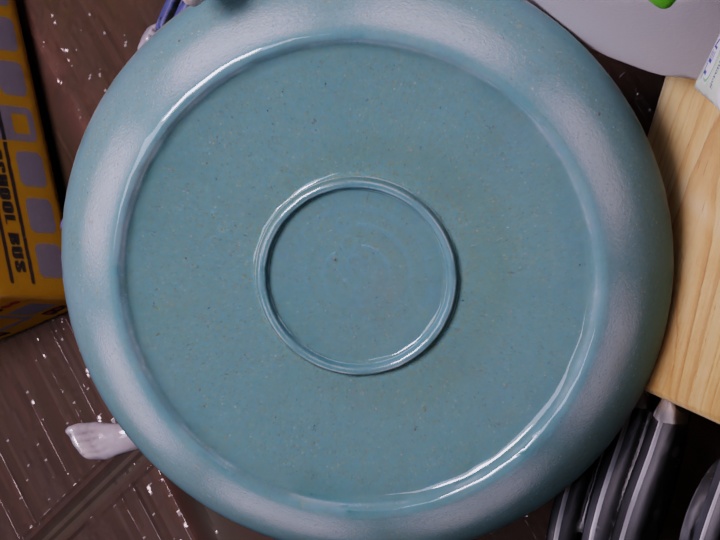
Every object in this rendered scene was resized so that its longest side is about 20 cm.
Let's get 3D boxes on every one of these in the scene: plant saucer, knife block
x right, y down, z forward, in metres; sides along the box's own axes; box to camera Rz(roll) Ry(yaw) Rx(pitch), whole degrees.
[{"bbox_3d":[0.000,0.000,0.871,0.200,0.027,0.200,1,104,6],"label":"plant saucer"},{"bbox_3d":[0.115,0.009,0.906,0.176,0.064,0.200,-32,70,32],"label":"knife block"}]

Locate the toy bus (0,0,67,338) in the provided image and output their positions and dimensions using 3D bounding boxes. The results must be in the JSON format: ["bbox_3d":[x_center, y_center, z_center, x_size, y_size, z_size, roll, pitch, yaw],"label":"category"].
[{"bbox_3d":[-0.179,-0.074,1.129,0.065,0.078,0.200,-23,75,36],"label":"toy bus"}]

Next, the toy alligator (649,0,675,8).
[{"bbox_3d":[0.092,-0.161,0.791,0.059,0.054,0.200,131,140,-52],"label":"toy alligator"}]

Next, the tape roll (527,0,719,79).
[{"bbox_3d":[0.116,-0.163,0.847,0.202,0.071,0.203,-6,71,19],"label":"tape roll"}]

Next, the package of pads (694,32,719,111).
[{"bbox_3d":[0.215,-0.084,0.756,0.068,0.200,0.155,-120,50,-64],"label":"package of pads"}]

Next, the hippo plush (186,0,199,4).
[{"bbox_3d":[-0.053,-0.186,0.837,0.161,0.200,0.159,109,171,-48],"label":"hippo plush"}]

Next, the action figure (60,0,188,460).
[{"bbox_3d":[-0.045,-0.044,0.995,0.193,0.105,0.200,-53,13,52],"label":"action figure"}]
